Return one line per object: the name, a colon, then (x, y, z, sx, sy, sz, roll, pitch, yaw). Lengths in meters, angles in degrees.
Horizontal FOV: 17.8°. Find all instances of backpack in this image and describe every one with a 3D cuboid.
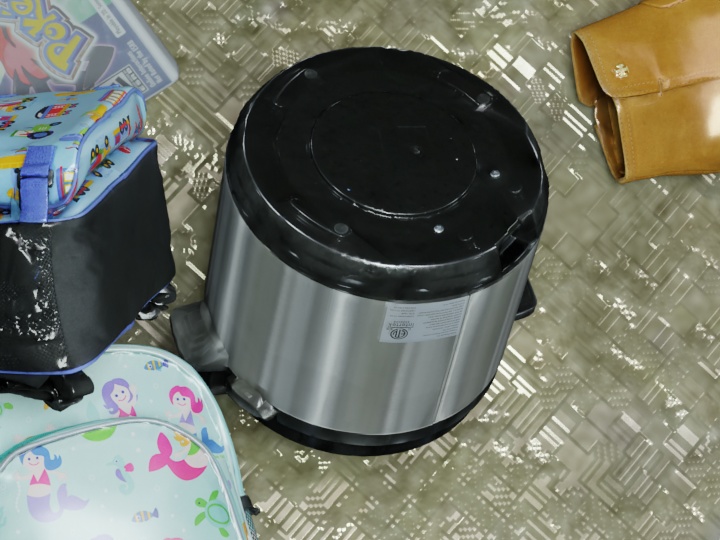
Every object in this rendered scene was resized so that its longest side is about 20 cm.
backpack: (-0.140, 0.140, 1.214, 0.177, 0.151, 0.200, -11, 76, -14)
backpack: (-0.212, -0.015, 1.181, 0.200, 0.183, 0.135, -1, 108, 14)

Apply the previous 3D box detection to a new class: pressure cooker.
pressure cooker: (0.000, 0.002, 1.249, 0.176, 0.200, 0.179, 24, 49, 11)

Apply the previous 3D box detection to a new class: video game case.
video game case: (-0.226, -0.132, 1.224, 0.182, 0.023, 0.200, -31, 118, 10)

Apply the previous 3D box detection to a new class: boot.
boot: (0.193, -0.157, 1.385, 0.144, 0.071, 0.201, -9, 86, -17)
